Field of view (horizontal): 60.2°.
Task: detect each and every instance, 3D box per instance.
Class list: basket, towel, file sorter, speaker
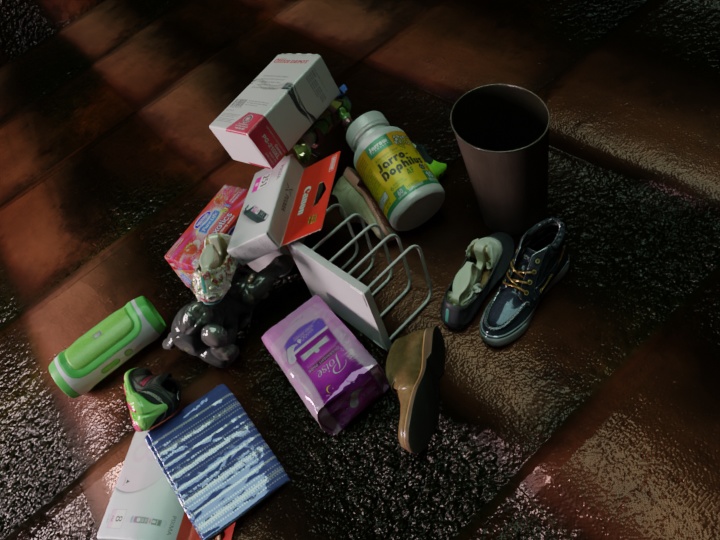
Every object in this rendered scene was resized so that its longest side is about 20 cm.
[{"bbox_3d":[0.236,-0.165,0.996,0.134,0.202,0.181,-31,44,-5],"label":"basket"},{"bbox_3d":[-0.212,0.273,0.905,0.143,0.024,0.200,-31,55,-21],"label":"towel"},{"bbox_3d":[0.000,0.000,1.001,0.124,0.140,0.198,-42,47,-19],"label":"file sorter"},{"bbox_3d":[-0.452,0.136,1.117,0.199,0.089,0.088,-38,46,-12],"label":"speaker"}]

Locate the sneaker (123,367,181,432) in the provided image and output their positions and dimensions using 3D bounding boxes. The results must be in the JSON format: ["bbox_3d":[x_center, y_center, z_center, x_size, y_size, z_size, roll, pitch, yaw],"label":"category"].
[{"bbox_3d":[-0.331,0.202,0.995,0.082,0.079,0.199,-14,14,-23],"label":"sneaker"}]

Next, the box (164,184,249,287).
[{"bbox_3d":[-0.266,-0.059,1.197,0.098,0.096,0.202,15,58,34],"label":"box"}]

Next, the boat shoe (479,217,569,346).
[{"bbox_3d":[0.237,0.013,0.916,0.070,0.092,0.201,27,65,38],"label":"boat shoe"}]

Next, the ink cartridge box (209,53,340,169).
[{"bbox_3d":[-0.152,-0.289,1.111,0.143,0.085,0.201,21,66,46],"label":"ink cartridge box"}]

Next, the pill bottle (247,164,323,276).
[{"bbox_3d":[-0.144,-0.097,1.168,0.107,0.111,0.203,3,52,25],"label":"pill bottle"}]

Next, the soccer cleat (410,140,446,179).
[{"bbox_3d":[0.085,-0.228,1.215,0.080,0.068,0.200,-28,54,-26],"label":"soccer cleat"}]

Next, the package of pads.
[{"bbox_3d":[-0.058,0.137,0.949,0.120,0.076,0.200,-38,46,-8],"label":"package of pads"}]

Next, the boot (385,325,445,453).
[{"bbox_3d":[0.070,0.168,0.875,0.074,0.074,0.202,-11,38,24],"label":"boot"}]

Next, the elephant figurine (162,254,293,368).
[{"bbox_3d":[-0.227,0.054,1.070,0.152,0.142,0.202,25,54,1],"label":"elephant figurine"}]

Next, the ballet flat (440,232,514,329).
[{"bbox_3d":[0.184,-0.001,0.968,0.072,0.074,0.201,18,60,34],"label":"ballet flat"}]

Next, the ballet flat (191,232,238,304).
[{"bbox_3d":[-0.236,-0.022,1.024,0.074,0.065,0.201,-12,31,0],"label":"ballet flat"}]

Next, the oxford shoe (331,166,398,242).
[{"bbox_3d":[0.007,-0.108,1.156,0.074,0.070,0.201,-46,44,16],"label":"oxford shoe"}]

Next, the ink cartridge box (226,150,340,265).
[{"bbox_3d":[-0.126,-0.119,1.037,0.171,0.044,0.203,-22,40,30],"label":"ink cartridge box"}]

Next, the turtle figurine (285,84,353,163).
[{"bbox_3d":[-0.071,-0.243,1.209,0.143,0.203,0.193,35,46,18],"label":"turtle figurine"}]

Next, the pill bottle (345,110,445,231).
[{"bbox_3d":[0.056,-0.181,1.106,0.111,0.113,0.202,-29,69,-4],"label":"pill bottle"}]

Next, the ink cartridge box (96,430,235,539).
[{"bbox_3d":[-0.266,0.316,0.903,0.195,0.057,0.165,-10,47,22],"label":"ink cartridge box"}]
